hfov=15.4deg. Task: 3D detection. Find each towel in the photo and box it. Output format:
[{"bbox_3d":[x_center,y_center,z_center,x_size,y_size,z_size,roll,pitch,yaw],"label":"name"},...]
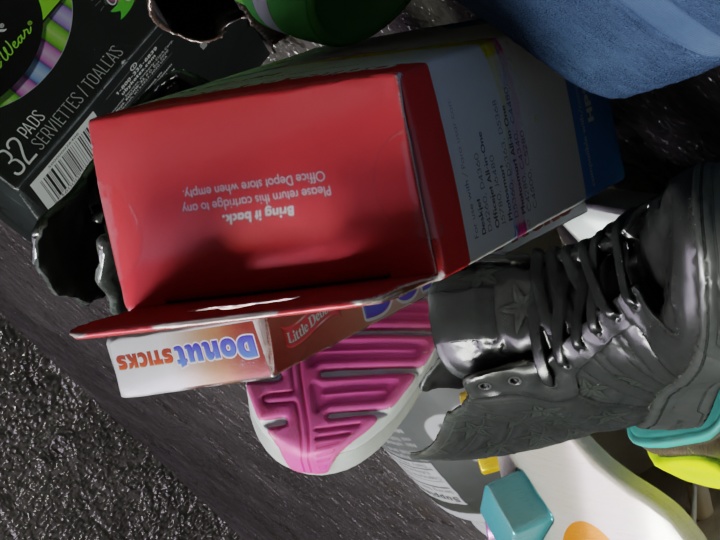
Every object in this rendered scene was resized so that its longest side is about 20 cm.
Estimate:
[{"bbox_3d":[0.078,-0.103,0.764,0.111,0.049,0.200,36,168,-9],"label":"towel"}]

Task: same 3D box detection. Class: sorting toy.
[{"bbox_3d":[0.084,0.052,1.119,0.200,0.106,0.181,-66,-44,-71],"label":"sorting toy"}]

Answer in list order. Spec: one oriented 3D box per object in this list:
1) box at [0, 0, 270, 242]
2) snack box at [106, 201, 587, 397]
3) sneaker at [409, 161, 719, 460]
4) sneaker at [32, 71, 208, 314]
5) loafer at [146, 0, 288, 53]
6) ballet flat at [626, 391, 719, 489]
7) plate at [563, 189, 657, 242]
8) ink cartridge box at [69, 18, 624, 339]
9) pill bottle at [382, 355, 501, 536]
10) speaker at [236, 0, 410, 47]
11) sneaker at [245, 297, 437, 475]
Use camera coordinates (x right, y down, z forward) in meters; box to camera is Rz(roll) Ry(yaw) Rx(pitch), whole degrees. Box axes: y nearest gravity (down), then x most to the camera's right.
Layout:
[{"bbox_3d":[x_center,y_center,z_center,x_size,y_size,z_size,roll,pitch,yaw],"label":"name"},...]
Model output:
[{"bbox_3d":[-0.170,-0.124,1.231,0.200,0.149,0.124,36,169,19],"label":"box"},{"bbox_3d":[0.000,0.000,0.957,0.072,0.200,0.024,-9,101,39],"label":"snack box"},{"bbox_3d":[0.071,0.019,0.903,0.104,0.060,0.200,2,158,1],"label":"sneaker"},{"bbox_3d":[-0.048,-0.036,0.998,0.060,0.200,0.105,19,138,26],"label":"sneaker"},{"bbox_3d":[-0.070,-0.134,1.068,0.073,0.071,0.200,46,167,-28],"label":"loafer"},{"bbox_3d":[0.156,0.054,0.953,0.067,0.067,0.200,20,175,-11],"label":"ballet flat"},{"bbox_3d":[0.182,0.034,0.996,0.200,0.032,0.199,44,167,-18],"label":"plate"},{"bbox_3d":[-0.005,-0.035,0.869,0.116,0.200,0.068,-7,99,28],"label":"ink cartridge box"},{"bbox_3d":[0.053,0.046,1.254,0.114,0.114,0.200,26,162,50],"label":"pill bottle"},{"bbox_3d":[-0.066,-0.156,0.940,0.200,0.089,0.089,34,167,28],"label":"speaker"},{"bbox_3d":[0.002,0.015,1.096,0.081,0.201,0.089,10,134,9],"label":"sneaker"}]
